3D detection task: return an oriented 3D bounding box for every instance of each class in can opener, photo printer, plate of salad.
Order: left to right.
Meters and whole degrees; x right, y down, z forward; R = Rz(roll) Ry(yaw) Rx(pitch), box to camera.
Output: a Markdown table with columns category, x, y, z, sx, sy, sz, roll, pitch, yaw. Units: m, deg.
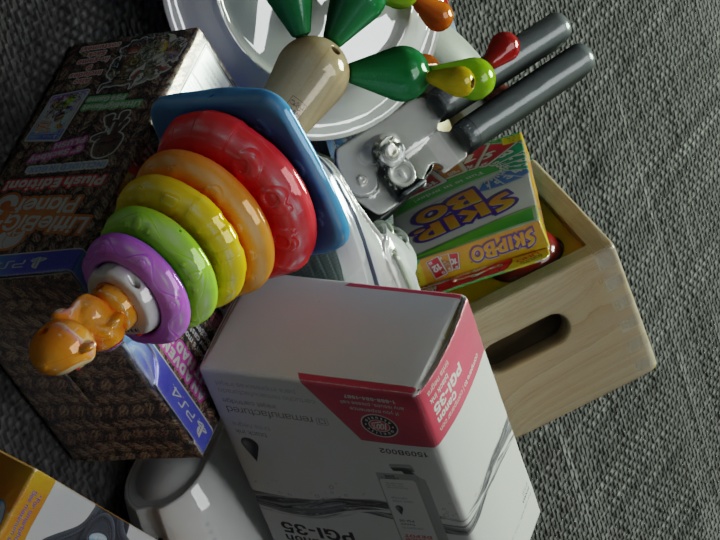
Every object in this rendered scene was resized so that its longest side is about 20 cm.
| category | x | y | z | sx | sy | sz | roll | pitch | yaw |
| --- | --- | --- | --- | --- | --- | --- | --- | --- | --- |
| photo printer | -0.067 | 0.132 | 1.790 | 0.167 | 0.069 | 0.200 | 59 | 41 | -35 |
| plate of salad | -0.038 | -0.179 | 1.778 | 0.199 | 0.048 | 0.201 | 3 | 84 | -28 |
| can opener | 0.063 | -0.099 | 1.857 | 0.200 | 0.066 | 0.053 | -35 | 84 | -18 |

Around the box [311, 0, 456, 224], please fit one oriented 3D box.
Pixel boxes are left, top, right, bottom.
| category | x | y | z | sx | sy | sz | roll | pitch | yaw |
| --- | --- | --- | --- | --- | --- | --- | --- | --- | --- |
| box | 0.012 | -0.112 | 1.970 | 0.200 | 0.040 | 0.137 | -41 | 121 | -51 |

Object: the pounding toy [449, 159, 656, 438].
| category | x | y | z | sx | sy | sz | roll | pitch | yaw |
| --- | --- | --- | --- | --- | --- | --- | --- | --- | --- |
| pounding toy | 0.066 | 0.025 | 1.884 | 0.142 | 0.200 | 0.184 | 67 | -7 | -28 |

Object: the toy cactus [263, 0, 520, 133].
| category | x | y | z | sx | sy | sz | roll | pitch | yaw |
| --- | --- | --- | --- | --- | --- | --- | --- | --- | --- |
| toy cactus | -0.004 | -0.146 | 1.716 | 0.200 | 0.102 | 0.165 | 41 | 69 | -26 |

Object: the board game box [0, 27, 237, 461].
| category | x | y | z | sx | sy | sz | roll | pitch | yaw |
| --- | --- | --- | --- | --- | --- | --- | --- | --- | --- |
| board game box | -0.132 | -0.015 | 1.681 | 0.160 | 0.097 | 0.200 | 58 | 42 | -36 |

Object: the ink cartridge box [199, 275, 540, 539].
| category | x | y | z | sx | sy | sz | roll | pitch | yaw |
| --- | --- | --- | --- | --- | --- | --- | --- | --- | --- |
| ink cartridge box | 0.010 | 0.102 | 1.683 | 0.083 | 0.146 | 0.200 | -63 | 147 | -37 |

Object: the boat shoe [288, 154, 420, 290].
| category | x | y | z | sx | sy | sz | roll | pitch | yaw |
| --- | --- | --- | --- | --- | --- | --- | --- | --- | --- |
| boat shoe | 0.000 | 0.000 | 1.721 | 0.067 | 0.073 | 0.200 | -38 | 131 | -26 |

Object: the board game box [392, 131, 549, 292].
| category | x | y | z | sx | sy | sz | roll | pitch | yaw |
| --- | --- | --- | --- | --- | --- | --- | --- | --- | --- |
| board game box | 0.069 | -0.035 | 1.846 | 0.200 | 0.095 | 0.030 | -94 | 165 | -67 |

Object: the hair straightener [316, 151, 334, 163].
| category | x | y | z | sx | sy | sz | roll | pitch | yaw |
| --- | --- | --- | --- | --- | --- | --- | --- | --- | --- |
| hair straightener | -0.066 | -0.092 | 1.813 | 0.200 | 0.077 | 0.041 | 32 | 23 | -39 |

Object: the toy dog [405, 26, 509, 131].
| category | x | y | z | sx | sy | sz | roll | pitch | yaw |
| --- | --- | --- | --- | --- | --- | --- | --- | --- | --- |
| toy dog | 0.048 | -0.163 | 1.905 | 0.200 | 0.096 | 0.132 | 51 | 45 | -41 |

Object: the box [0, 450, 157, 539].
| category | x | y | z | sx | sy | sz | roll | pitch | yaw |
| --- | --- | --- | --- | --- | --- | --- | --- | --- | --- |
| box | -0.164 | 0.193 | 1.625 | 0.200 | 0.041 | 0.119 | 37 | 78 | -47 |

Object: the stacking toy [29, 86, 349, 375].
| category | x | y | z | sx | sy | sz | roll | pitch | yaw |
| --- | --- | --- | --- | --- | --- | --- | --- | --- | --- |
| stacking toy | -0.108 | -0.004 | 1.550 | 0.200 | 0.116 | 0.110 | -45 | 121 | -36 |
